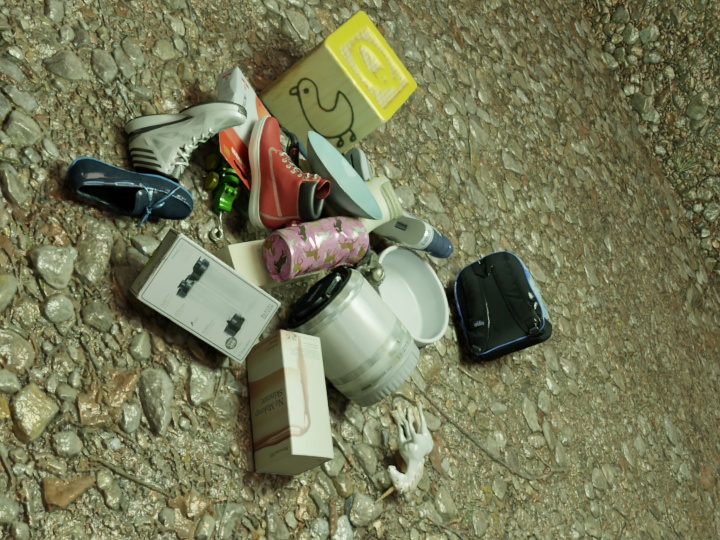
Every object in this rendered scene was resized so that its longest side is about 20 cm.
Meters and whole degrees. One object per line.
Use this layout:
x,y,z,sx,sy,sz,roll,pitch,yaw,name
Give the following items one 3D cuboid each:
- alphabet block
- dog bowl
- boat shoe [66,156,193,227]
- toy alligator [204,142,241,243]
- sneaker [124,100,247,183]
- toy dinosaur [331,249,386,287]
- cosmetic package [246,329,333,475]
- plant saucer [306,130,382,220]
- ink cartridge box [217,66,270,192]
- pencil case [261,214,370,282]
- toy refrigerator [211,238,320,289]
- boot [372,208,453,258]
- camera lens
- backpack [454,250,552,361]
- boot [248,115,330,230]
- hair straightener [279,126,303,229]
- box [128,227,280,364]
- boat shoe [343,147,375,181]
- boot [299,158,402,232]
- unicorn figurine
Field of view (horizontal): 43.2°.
-0.041,-0.353,1.787,0.196,0.199,0.197,49,39,-13,alphabet block
0.077,0.059,1.756,0.199,0.078,0.202,28,48,-35,dog bowl
-0.349,-0.105,1.383,0.198,0.085,0.069,11,38,-29,boat shoe
-0.229,-0.143,1.556,0.059,0.054,0.202,23,51,-38,toy alligator
-0.273,-0.198,1.465,0.076,0.198,0.117,79,-1,-77,sneaker
0.000,0.000,1.669,0.077,0.102,0.200,56,10,-15,toy dinosaur
-0.113,0.208,1.426,0.087,0.103,0.202,15,54,-40,cosmetic package
-0.038,-0.157,1.605,0.201,0.039,0.201,48,14,-16,plant saucer
-0.192,-0.233,1.590,0.163,0.050,0.201,55,17,-47,ink cartridge box
-0.075,-0.037,1.522,0.199,0.083,0.087,-14,68,-46,pencil case
-0.163,-0.009,1.537,0.199,0.070,0.077,-14,84,-51,toy refrigerator
0.095,-0.076,1.806,0.090,0.073,0.200,28,5,-39,boot
-0.015,0.111,1.552,0.200,0.159,0.160,49,39,-14,camera lens
0.295,0.076,1.920,0.147,0.181,0.202,35,35,-63,backpack
-0.115,-0.175,1.543,0.072,0.143,0.202,26,59,-60,boot
-0.137,-0.162,1.664,0.040,0.077,0.203,-2,82,-25,hair straightener
-0.234,0.039,1.382,0.199,0.060,0.117,36,85,-28,box
0.009,-0.158,1.826,0.062,0.072,0.202,28,47,-42,boat shoe
-0.028,-0.150,1.718,0.154,0.072,0.201,-31,76,-28,boot
0.088,0.309,1.608,0.199,0.073,0.139,-12,87,-57,unicorn figurine
